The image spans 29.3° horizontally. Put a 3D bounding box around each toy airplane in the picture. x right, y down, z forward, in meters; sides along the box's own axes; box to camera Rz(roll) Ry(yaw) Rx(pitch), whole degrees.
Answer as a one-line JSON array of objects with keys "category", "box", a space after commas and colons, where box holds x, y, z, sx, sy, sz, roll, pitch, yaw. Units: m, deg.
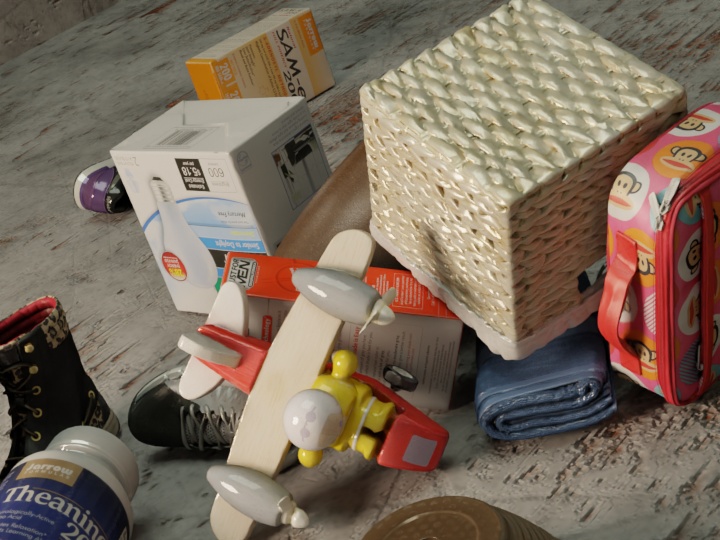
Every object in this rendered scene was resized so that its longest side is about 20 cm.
[{"category": "toy airplane", "box": [-0.048, 0.091, 1.040, 0.197, 0.202, 0.141, -20, 11, 0]}]

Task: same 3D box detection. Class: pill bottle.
[{"category": "pill bottle", "box": [-0.238, 0.208, 1.046, 0.109, 0.112, 0.201, -11, 25, 18]}]

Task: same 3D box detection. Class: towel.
[{"category": "towel", "box": [0.148, 0.069, 1.125, 0.110, 0.049, 0.201, -14, 25, 12]}]

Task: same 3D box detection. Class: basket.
[{"category": "basket", "box": [0.128, -0.078, 1.075, 0.197, 0.162, 0.200, -32, 49, -19]}]

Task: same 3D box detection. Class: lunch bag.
[{"category": "lunch bag", "box": [0.242, -0.006, 1.019, 0.175, 0.202, 0.082, -33, 41, -28]}]

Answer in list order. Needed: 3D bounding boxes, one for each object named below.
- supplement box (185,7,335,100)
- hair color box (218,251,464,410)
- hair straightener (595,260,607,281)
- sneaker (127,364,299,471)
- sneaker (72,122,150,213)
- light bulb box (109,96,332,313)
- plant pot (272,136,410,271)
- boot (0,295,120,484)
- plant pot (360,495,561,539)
[{"category": "supplement box", "box": [-0.145, -0.292, 2.036, 0.199, 0.127, 0.073, -35, 27, -30]}, {"category": "hair color box", "box": [-0.017, 0.050, 1.136, 0.197, 0.103, 0.062, 6, 36, -1]}, {"category": "hair straightener", "box": [0.301, -0.010, 1.202, 0.198, 0.041, 0.077, -15, 23, 22]}, {"category": "sneaker", "box": [-0.115, 0.131, 1.170, 0.197, 0.076, 0.116, -14, 26, 11]}, {"category": "sneaker", "box": [-0.301, -0.135, 1.915, 0.087, 0.077, 0.200, 16, 43, 30]}, {"category": "light bulb box", "box": [-0.127, -0.064, 1.437, 0.197, 0.202, 0.125, 5, 34, 44]}, {"category": "plant pot", "box": [0.000, 0.000, 1.261, 0.199, 0.188, 0.186, -40, 28, -13]}, {"category": "boot", "box": [-0.294, 0.129, 1.210, 0.072, 0.152, 0.200, -3, 26, 27]}, {"category": "plant pot", "box": [0.054, 0.206, 0.849, 0.198, 0.094, 0.201, -16, 24, 7]}]
